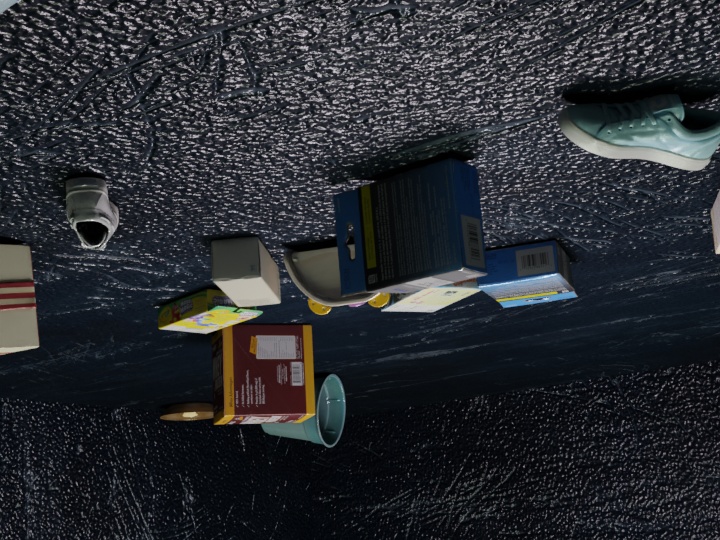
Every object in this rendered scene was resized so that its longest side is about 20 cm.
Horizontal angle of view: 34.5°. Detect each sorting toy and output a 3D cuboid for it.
[{"bbox_3d":[0.000,0.000,1.913,0.198,0.108,0.180,-8,-175,17],"label":"sorting toy"}]

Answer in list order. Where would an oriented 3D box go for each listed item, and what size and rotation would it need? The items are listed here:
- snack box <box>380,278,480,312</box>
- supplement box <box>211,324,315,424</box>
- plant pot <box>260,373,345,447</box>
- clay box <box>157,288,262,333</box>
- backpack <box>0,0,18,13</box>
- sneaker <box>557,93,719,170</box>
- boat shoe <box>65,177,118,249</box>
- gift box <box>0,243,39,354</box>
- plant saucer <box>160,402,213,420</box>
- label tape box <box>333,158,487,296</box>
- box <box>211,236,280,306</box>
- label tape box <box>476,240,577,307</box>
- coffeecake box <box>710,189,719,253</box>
[{"bbox_3d":[0.129,0.040,2.181,0.115,0.038,0.200,2,165,-25],"label":"snack box"},{"bbox_3d":[-0.213,0.226,2.512,0.198,0.200,0.133,1,166,-17],"label":"supplement box"},{"bbox_3d":[-0.168,0.390,3.249,0.194,0.203,0.200,-1,168,22],"label":"plant pot"},{"bbox_3d":[-0.283,0.076,2.193,0.114,0.048,0.199,8,161,-41],"label":"clay box"},{"bbox_3d":[-0.264,-0.230,0.650,0.199,0.185,0.146,2,167,-43],"label":"backpack"},{"bbox_3d":[0.325,-0.175,1.324,0.198,0.074,0.082,6,134,-18],"label":"sneaker"},{"bbox_3d":[-0.357,-0.064,1.548,0.071,0.069,0.200,0,166,-14],"label":"boat shoe"},{"bbox_3d":[-0.590,0.038,1.697,0.199,0.187,0.186,-16,171,31],"label":"gift box"},{"bbox_3d":[-0.536,0.445,3.672,0.198,0.036,0.200,-4,167,-1],"label":"plant saucer"},{"bbox_3d":[0.064,-0.050,1.532,0.199,0.146,0.063,-14,165,38],"label":"label tape box"},{"bbox_3d":[-0.184,0.005,1.884,0.081,0.069,0.200,-5,166,3],"label":"box"},{"bbox_3d":[0.294,0.008,2.036,0.143,0.064,0.200,-9,166,18],"label":"label tape box"},{"bbox_3d":[0.605,-0.089,1.700,0.152,0.074,0.200,-6,166,9],"label":"coffeecake box"}]
